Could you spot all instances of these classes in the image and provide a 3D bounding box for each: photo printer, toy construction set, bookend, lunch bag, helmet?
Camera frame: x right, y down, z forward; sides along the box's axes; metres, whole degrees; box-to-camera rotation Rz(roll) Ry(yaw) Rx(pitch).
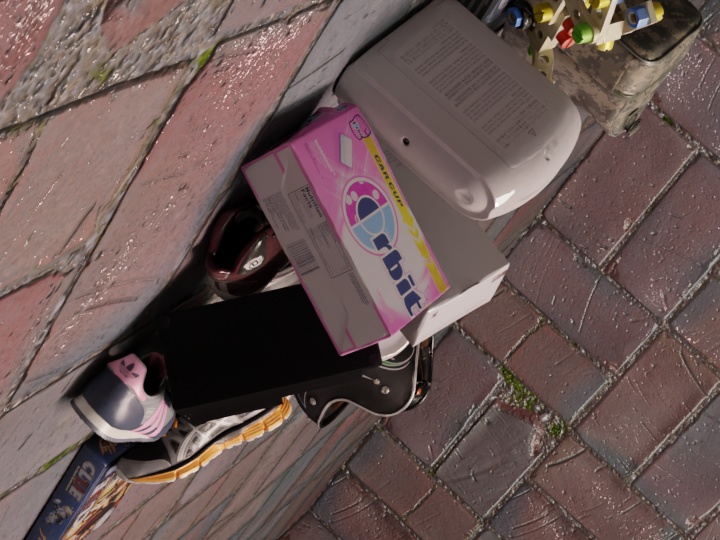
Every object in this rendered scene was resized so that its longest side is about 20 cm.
[{"bbox_3d":[0.099,-0.147,1.391,0.166,0.200,0.070,-42,169,-37],"label":"photo printer"},{"bbox_3d":[0.199,-0.231,1.447,0.092,0.132,0.200,-14,156,-38],"label":"toy construction set"},{"bbox_3d":[-0.086,0.081,1.470,0.198,0.093,0.199,-12,171,-3],"label":"bookend"},{"bbox_3d":[0.259,-0.262,1.693,0.139,0.200,0.168,-38,163,-35],"label":"lunch bag"},{"bbox_3d":[-0.003,0.119,2.053,0.200,0.189,0.202,6,90,-78],"label":"helmet"}]

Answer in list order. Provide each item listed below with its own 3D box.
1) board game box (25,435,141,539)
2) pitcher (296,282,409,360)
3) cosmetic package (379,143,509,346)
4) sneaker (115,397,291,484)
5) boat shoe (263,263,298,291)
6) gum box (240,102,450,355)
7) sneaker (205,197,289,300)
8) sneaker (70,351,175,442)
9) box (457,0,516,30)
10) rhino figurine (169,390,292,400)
[{"bbox_3d":[-0.292,0.237,1.660,0.200,0.035,0.135,-55,169,33],"label":"board game box"},{"bbox_3d":[0.000,0.000,1.652,0.200,0.120,0.173,-133,-121,-64],"label":"pitcher"},{"bbox_3d":[0.044,-0.038,1.516,0.112,0.201,0.081,-26,161,-26],"label":"cosmetic package"},{"bbox_3d":[-0.173,0.160,1.592,0.199,0.078,0.078,-28,-163,-21],"label":"sneaker"},{"bbox_3d":[-0.056,-0.033,1.558,0.200,0.067,0.057,-39,172,-32],"label":"boat shoe"},{"bbox_3d":[-0.013,-0.042,1.335,0.066,0.201,0.113,-22,-171,38],"label":"gum box"},{"bbox_3d":[-0.068,-0.055,1.392,0.200,0.076,0.116,-47,168,-6],"label":"sneaker"},{"bbox_3d":[-0.206,0.117,1.455,0.082,0.070,0.200,-47,173,5],"label":"sneaker"},{"bbox_3d":[0.165,-0.322,1.464,0.160,0.043,0.200,-39,167,-48],"label":"box"},{"bbox_3d":[-0.122,0.127,1.676,0.199,0.088,0.060,-29,153,-1],"label":"rhino figurine"}]
